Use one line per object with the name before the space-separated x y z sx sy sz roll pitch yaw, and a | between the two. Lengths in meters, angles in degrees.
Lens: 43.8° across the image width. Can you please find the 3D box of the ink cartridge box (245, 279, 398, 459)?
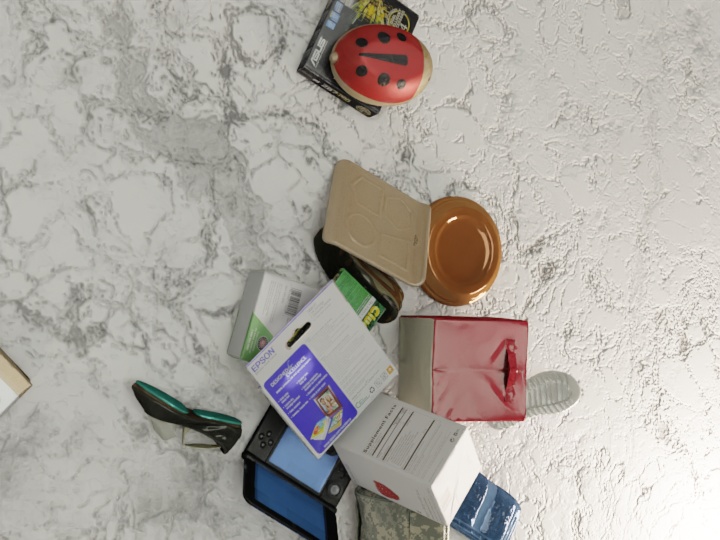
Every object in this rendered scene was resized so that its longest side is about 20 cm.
ink cartridge box | -0.062 0.153 1.412 0.198 0.043 0.202 -43 112 -19

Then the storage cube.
storage cube | 0.173 0.168 1.561 0.176 0.199 0.176 3 88 -18

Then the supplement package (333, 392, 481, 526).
supplement package | 0.075 0.300 1.450 0.120 0.197 0.123 -52 138 -28

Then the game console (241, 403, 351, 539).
game console | -0.089 0.335 1.471 0.199 0.118 0.173 37 75 -21

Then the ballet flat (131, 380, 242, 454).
ballet flat | -0.279 0.241 1.413 0.197 0.068 0.070 27 87 -22

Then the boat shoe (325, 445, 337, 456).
boat shoe | -0.018 0.225 1.532 0.063 0.072 0.202 53 55 -32

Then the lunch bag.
lunch bag | 0.070 0.458 1.527 0.163 0.139 0.205 1 95 5

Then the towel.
towel | 0.209 0.432 1.648 0.199 0.048 0.113 37 73 -20

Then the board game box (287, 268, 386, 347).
board game box | -0.051 0.108 1.452 0.105 0.023 0.201 42 73 -18

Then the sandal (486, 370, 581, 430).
sandal | 0.325 0.246 1.711 0.198 0.050 0.084 -15 80 -12

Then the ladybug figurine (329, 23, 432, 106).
ladybug figurine | 0.042 -0.352 1.522 0.196 0.072 0.139 -3 92 -25

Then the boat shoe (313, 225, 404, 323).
boat shoe | 0.000 0.000 1.553 0.201 0.075 0.074 50 43 -7

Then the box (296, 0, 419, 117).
box | -0.002 -0.397 1.566 0.159 0.049 0.203 28 79 -21

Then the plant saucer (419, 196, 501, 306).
plant saucer | 0.183 -0.036 1.653 0.196 0.037 0.206 1 88 -26

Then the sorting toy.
sorting toy | 0.029 -0.080 1.550 0.197 0.036 0.188 25 50 -21

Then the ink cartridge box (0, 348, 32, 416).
ink cartridge box | -0.592 0.173 1.260 0.200 0.075 0.165 -47 106 -19

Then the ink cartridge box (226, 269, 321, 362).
ink cartridge box | -0.103 0.099 1.487 0.197 0.084 0.149 20 82 -25
